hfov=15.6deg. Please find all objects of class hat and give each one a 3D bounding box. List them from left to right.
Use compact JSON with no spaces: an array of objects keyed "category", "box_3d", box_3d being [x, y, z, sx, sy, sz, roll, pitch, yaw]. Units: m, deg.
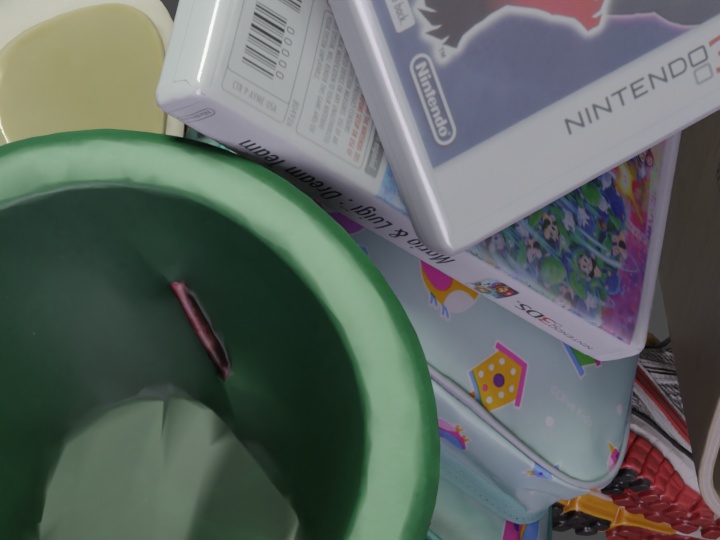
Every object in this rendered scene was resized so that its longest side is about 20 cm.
[{"category":"hat","box_3d":[-0.049,0.078,0.745,0.166,0.200,0.176,-39,161,-8]}]

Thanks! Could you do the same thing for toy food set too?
[{"category":"toy food set","box_3d":[0.149,-0.029,0.872,0.060,0.144,0.200,7,127,-6]}]

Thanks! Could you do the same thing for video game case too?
[{"category":"video game case","box_3d":[0.033,-0.098,0.771,0.182,0.200,0.024,29,151,-36]},{"category":"video game case","box_3d":[0.064,-0.130,0.699,0.182,0.023,0.200,-29,115,-16]}]

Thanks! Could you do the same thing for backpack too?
[{"category":"backpack","box_3d":[0.000,0.000,0.848,0.176,0.200,0.153,36,128,-25]}]

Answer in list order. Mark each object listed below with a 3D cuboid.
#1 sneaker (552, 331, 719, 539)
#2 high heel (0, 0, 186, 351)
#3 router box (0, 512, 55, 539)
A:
[{"category":"sneaker","box_3d":[0.118,0.064,0.988,0.078,0.082,0.200,-18,146,35]},{"category":"high heel","box_3d":[-0.105,-0.043,0.819,0.071,0.200,0.143,-7,155,-21]},{"category":"router box","box_3d":[-0.075,0.158,0.815,0.200,0.052,0.157,31,120,-25]}]
